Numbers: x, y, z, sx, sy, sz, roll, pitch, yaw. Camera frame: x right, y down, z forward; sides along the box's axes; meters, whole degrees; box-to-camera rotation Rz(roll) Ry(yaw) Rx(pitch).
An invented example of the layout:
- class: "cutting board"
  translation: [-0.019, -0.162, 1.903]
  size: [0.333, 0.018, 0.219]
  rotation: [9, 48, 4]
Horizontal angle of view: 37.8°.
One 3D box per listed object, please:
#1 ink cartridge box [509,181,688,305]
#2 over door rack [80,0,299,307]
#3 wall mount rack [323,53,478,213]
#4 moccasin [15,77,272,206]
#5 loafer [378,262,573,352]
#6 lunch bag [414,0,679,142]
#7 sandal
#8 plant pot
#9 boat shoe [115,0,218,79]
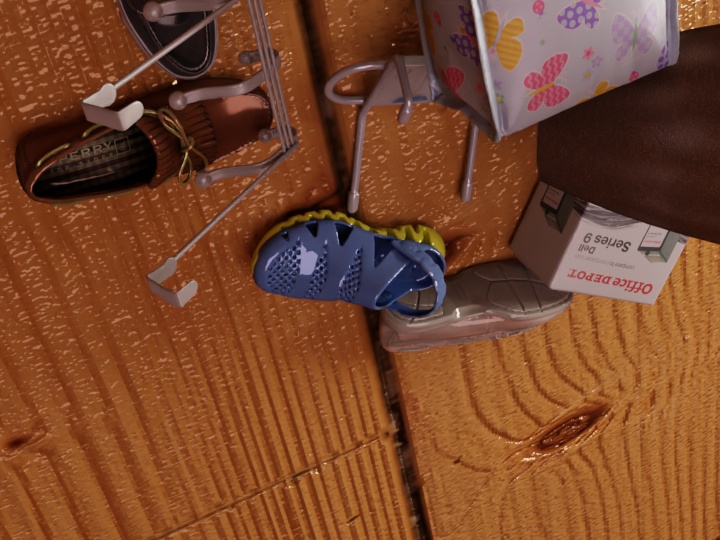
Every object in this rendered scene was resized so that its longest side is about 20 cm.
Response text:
- class: "ink cartridge box"
  translation: [0.255, -0.076, 1.014]
  size: [0.145, 0.084, 0.202]
  rotation: [9, 116, -29]
- class: "over door rack"
  translation: [-0.115, -0.100, 0.714]
  size: [0.066, 0.201, 0.149]
  rotation: [7, 132, 23]
- class: "wall mount rack"
  translation: [0.061, -0.122, 0.901]
  size: [0.198, 0.075, 0.174]
  rotation: [-6, 161, -19]
- class: "moccasin"
  translation: [-0.160, -0.097, 0.801]
  size: [0.199, 0.078, 0.074]
  rotation: [-14, 122, -20]
- class: "loafer"
  translation: [0.111, 0.040, 1.038]
  size: [0.198, 0.072, 0.063]
  rotation: [-6, 140, -15]
- class: "lunch bag"
  translation: [0.125, -0.217, 0.731]
  size: [0.168, 0.127, 0.202]
  rotation: [-23, 123, -15]
- class: "sandal"
  translation: [0.000, 0.000, 0.937]
  size: [0.198, 0.087, 0.080]
  rotation: [-1, 128, -23]
- class: "plant pot"
  translation: [0.246, -0.111, 0.846]
  size: [0.198, 0.188, 0.189]
  rotation: [4, 127, 16]
- class: "boat shoe"
  translation: [-0.142, -0.219, 0.739]
  size: [0.069, 0.066, 0.202]
  rotation: [-20, 127, -13]
